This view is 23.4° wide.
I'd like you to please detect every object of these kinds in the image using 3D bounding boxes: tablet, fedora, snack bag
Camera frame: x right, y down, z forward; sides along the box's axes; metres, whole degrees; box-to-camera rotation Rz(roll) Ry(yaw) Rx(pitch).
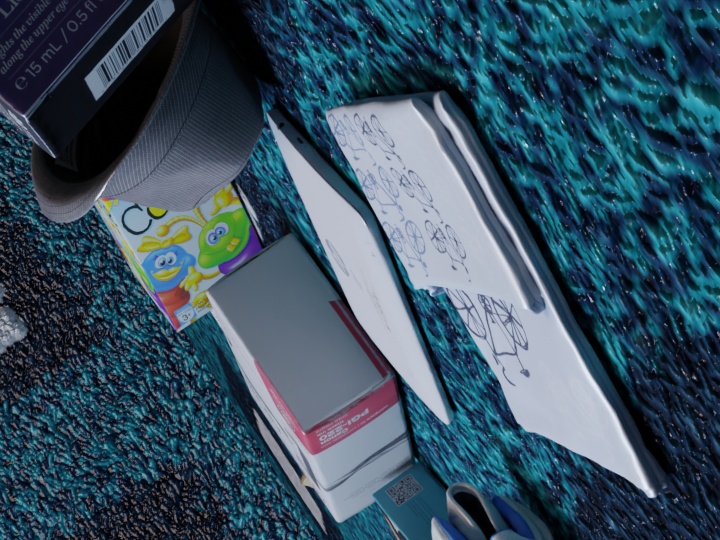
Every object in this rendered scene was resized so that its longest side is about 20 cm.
[{"bbox_3d":[0.000,0.000,1.087,0.130,0.014,0.201,49,167,45],"label":"tablet"},{"bbox_3d":[-0.120,-0.096,1.057,0.090,0.178,0.199,28,168,-30],"label":"fedora"},{"bbox_3d":[0.055,0.007,0.796,0.201,0.021,0.188,60,170,-11],"label":"snack bag"}]

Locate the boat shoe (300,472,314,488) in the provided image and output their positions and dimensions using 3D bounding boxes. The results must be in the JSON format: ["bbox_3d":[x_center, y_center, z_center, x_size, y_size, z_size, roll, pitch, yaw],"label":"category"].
[{"bbox_3d":[-0.003,0.162,1.518,0.071,0.073,0.200,27,158,0],"label":"boat shoe"}]

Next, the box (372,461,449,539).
[{"bbox_3d":[0.080,0.251,1.379,0.082,0.049,0.201,44,164,54],"label":"box"}]

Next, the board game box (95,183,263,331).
[{"bbox_3d":[-0.168,-0.065,1.471,0.103,0.104,0.201,48,168,42],"label":"board game box"}]

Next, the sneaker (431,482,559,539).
[{"bbox_3d":[0.088,0.188,1.076,0.200,0.080,0.148,-149,36,-77],"label":"sneaker"}]

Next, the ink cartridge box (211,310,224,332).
[{"bbox_3d":[-0.173,-0.014,1.859,0.201,0.043,0.174,58,169,-2],"label":"ink cartridge box"}]

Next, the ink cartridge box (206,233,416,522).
[{"bbox_3d":[-0.034,0.087,1.331,0.146,0.084,0.200,53,172,26],"label":"ink cartridge box"}]

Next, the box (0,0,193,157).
[{"bbox_3d":[-0.194,-0.184,0.921,0.200,0.148,0.104,39,173,3],"label":"box"}]
